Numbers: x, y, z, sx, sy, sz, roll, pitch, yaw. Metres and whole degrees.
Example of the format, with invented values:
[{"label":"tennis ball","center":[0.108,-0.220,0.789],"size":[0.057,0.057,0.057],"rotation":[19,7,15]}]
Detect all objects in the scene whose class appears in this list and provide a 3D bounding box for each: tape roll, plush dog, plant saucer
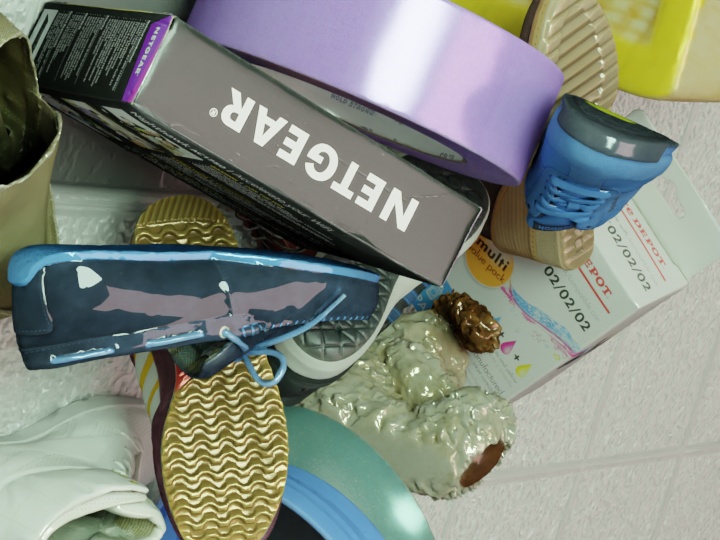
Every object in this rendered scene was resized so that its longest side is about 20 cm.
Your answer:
[{"label":"tape roll","center":[0.006,-0.113,1.184],"size":[0.200,0.200,0.066],"rotation":[24,88,-59]},{"label":"plush dog","center":[0.008,0.089,1.405],"size":[0.200,0.160,0.172],"rotation":[-47,176,31]},{"label":"plant saucer","center":[-0.034,0.179,1.308],"size":[0.036,0.200,0.200],"rotation":[-25,129,-44]}]

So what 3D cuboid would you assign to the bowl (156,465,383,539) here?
[{"label":"bowl","center":[-0.043,0.202,1.262],"size":[0.039,0.200,0.201],"rotation":[-26,130,-44]}]

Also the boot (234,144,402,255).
[{"label":"boot","center":[-0.050,-0.019,1.288],"size":[0.200,0.072,0.145],"rotation":[-2,112,-60]}]

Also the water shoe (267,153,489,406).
[{"label":"water shoe","center":[0.000,0.000,1.276],"size":[0.200,0.072,0.079],"rotation":[-44,178,-42]}]

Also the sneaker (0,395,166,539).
[{"label":"sneaker","center":[-0.141,0.125,1.191],"size":[0.200,0.115,0.074],"rotation":[-15,119,-55]}]

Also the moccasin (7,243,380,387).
[{"label":"moccasin","center":[-0.085,0.022,1.109],"size":[0.200,0.080,0.068],"rotation":[1,94,-25]}]

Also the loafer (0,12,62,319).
[{"label":"loafer","center":[-0.182,-0.049,1.062],"size":[0.076,0.067,0.200],"rotation":[-46,143,-32]}]

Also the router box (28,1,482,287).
[{"label":"router box","center":[-0.058,-0.064,1.097],"size":[0.200,0.149,0.051],"rotation":[30,83,-32]}]

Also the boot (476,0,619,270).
[{"label":"boot","center":[0.076,-0.106,1.335],"size":[0.072,0.166,0.200],"rotation":[-26,132,-30]}]

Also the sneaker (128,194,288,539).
[{"label":"sneaker","center":[-0.085,0.063,1.192],"size":[0.090,0.075,0.200],"rotation":[130,-47,-73]}]

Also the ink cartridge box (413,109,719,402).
[{"label":"ink cartridge box","center":[0.130,-0.004,1.431],"size":[0.068,0.115,0.200],"rotation":[-23,167,-49]}]

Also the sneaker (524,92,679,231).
[{"label":"sneaker","center":[0.122,-0.050,1.172],"size":[0.079,0.066,0.200],"rotation":[-64,178,5]}]

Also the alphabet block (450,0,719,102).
[{"label":"alphabet block","center":[0.183,-0.221,1.397],"size":[0.200,0.196,0.196],"rotation":[-7,113,-55]}]
